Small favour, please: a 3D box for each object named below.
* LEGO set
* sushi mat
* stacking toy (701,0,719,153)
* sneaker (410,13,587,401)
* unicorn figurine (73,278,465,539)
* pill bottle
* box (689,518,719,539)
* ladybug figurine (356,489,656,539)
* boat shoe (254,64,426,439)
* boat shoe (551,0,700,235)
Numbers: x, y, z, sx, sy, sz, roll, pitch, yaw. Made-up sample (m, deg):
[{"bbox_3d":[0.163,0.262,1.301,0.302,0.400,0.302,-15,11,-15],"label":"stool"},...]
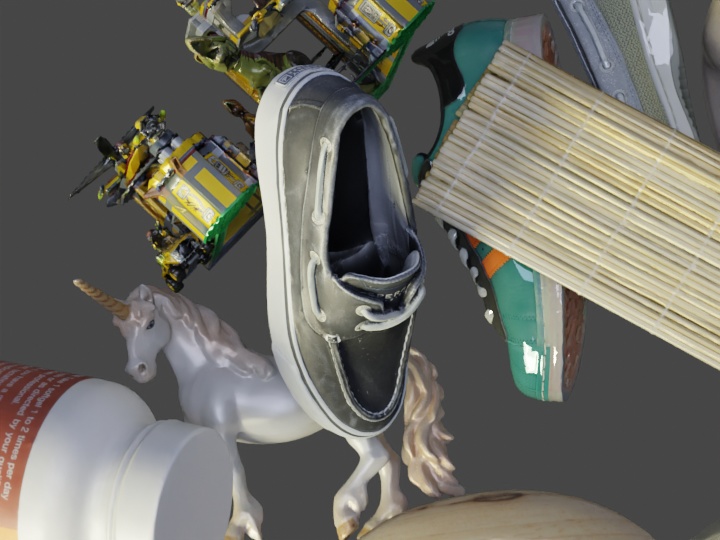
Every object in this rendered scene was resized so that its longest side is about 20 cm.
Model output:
[{"bbox_3d":[-0.067,-0.101,1.280,0.116,0.154,0.200,42,83,4],"label":"LEGO set"},{"bbox_3d":[0.132,-0.030,1.260,0.200,0.012,0.096,29,94,11],"label":"sushi mat"},{"bbox_3d":[0.289,-0.106,1.305,0.199,0.146,0.147,-15,84,-20],"label":"stacking toy"},{"bbox_3d":[0.071,-0.030,1.316,0.080,0.071,0.201,-6,87,16],"label":"sneaker"},{"bbox_3d":[-0.052,0.074,1.308,0.199,0.074,0.138,-2,84,-16],"label":"unicorn figurine"},{"bbox_3d":[-0.170,0.102,1.249,0.199,0.112,0.113,9,84,23],"label":"pill bottle"},{"bbox_3d":[0.242,0.131,1.227,0.068,0.200,0.082,-29,86,-35],"label":"box"},{"bbox_3d":[0.072,0.179,1.288,0.199,0.072,0.136,-3,88,1],"label":"ladybug figurine"},{"bbox_3d":[0.000,0.000,1.216,0.072,0.068,0.201,-24,122,-31],"label":"boat shoe"},{"bbox_3d":[0.141,-0.071,1.314,0.065,0.074,0.203,-10,81,6],"label":"boat shoe"}]
